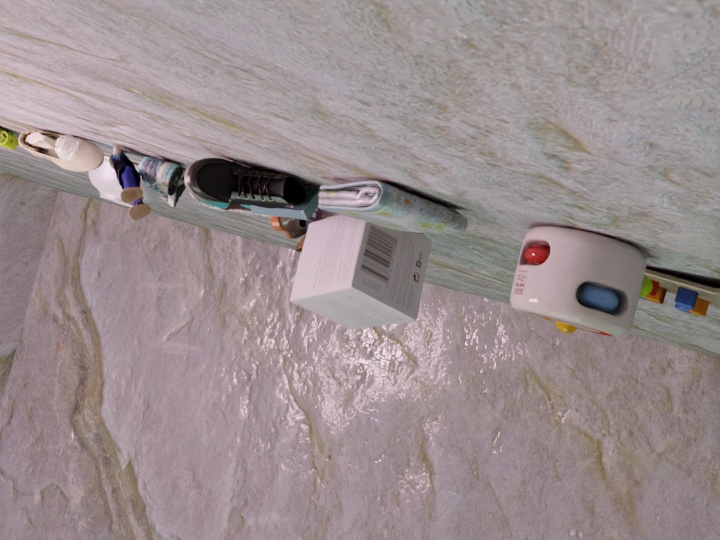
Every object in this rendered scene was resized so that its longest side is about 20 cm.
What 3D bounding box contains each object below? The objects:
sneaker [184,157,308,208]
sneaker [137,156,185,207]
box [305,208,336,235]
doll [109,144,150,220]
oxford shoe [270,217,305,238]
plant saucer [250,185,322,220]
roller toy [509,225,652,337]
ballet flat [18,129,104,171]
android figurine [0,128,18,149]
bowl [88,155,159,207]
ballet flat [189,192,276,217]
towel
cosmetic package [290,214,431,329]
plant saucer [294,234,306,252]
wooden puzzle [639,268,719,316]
[{"bbox_3d":[-0.187,-0.147,1.397,0.198,0.076,0.105,5,180,-41],"label":"sneaker"},{"bbox_3d":[-0.403,-0.192,1.716,0.085,0.079,0.200,26,170,-1],"label":"sneaker"},{"bbox_3d":[-0.033,-0.065,1.737,0.156,0.049,0.200,15,160,2],"label":"box"},{"bbox_3d":[-0.460,-0.184,1.657,0.048,0.138,0.200,-23,-142,-10],"label":"doll"},{"bbox_3d":[-0.131,-0.107,1.840,0.071,0.073,0.200,-1,180,15],"label":"oxford shoe"},{"bbox_3d":[-0.131,-0.127,1.504,0.199,0.070,0.019,12,149,53],"label":"plant saucer"},{"bbox_3d":[0.315,0.022,1.238,0.197,0.142,0.182,14,177,30],"label":"roller toy"},{"bbox_3d":[-0.605,-0.246,1.685,0.197,0.071,0.069,14,177,24],"label":"ballet flat"},{"bbox_3d":[-0.868,-0.316,1.906,0.179,0.042,0.200,15,175,-1],"label":"android figurine"},{"bbox_3d":[-0.550,-0.201,1.965,0.198,0.092,0.201,14,178,1],"label":"bowl"},{"bbox_3d":[-0.243,-0.145,1.645,0.197,0.073,0.072,17,177,-3],"label":"ballet flat"},{"bbox_3d":[0.045,-0.098,1.308,0.169,0.049,0.199,13,179,-33],"label":"towel"},{"bbox_3d":[0.000,0.000,1.576,0.164,0.167,0.199,27,157,-32],"label":"cosmetic package"},{"bbox_3d":[-0.056,-0.073,1.946,0.196,0.036,0.200,-6,177,0],"label":"plant saucer"},{"bbox_3d":[0.516,0.035,1.408,0.197,0.047,0.185,13,177,28],"label":"wooden puzzle"}]
